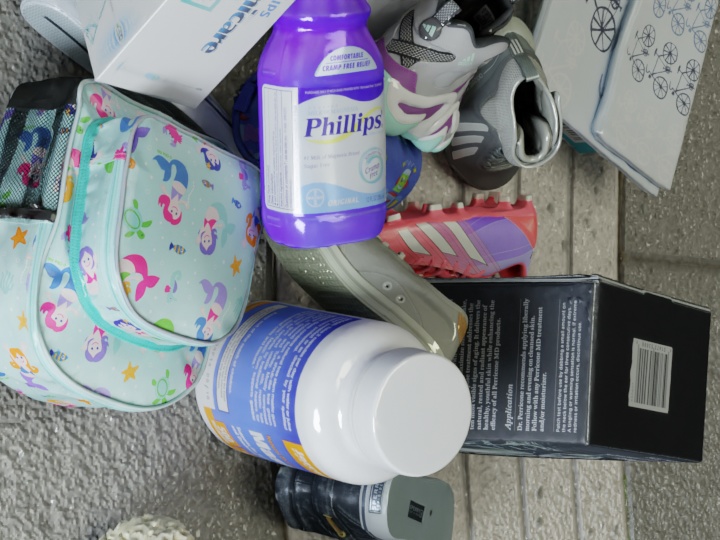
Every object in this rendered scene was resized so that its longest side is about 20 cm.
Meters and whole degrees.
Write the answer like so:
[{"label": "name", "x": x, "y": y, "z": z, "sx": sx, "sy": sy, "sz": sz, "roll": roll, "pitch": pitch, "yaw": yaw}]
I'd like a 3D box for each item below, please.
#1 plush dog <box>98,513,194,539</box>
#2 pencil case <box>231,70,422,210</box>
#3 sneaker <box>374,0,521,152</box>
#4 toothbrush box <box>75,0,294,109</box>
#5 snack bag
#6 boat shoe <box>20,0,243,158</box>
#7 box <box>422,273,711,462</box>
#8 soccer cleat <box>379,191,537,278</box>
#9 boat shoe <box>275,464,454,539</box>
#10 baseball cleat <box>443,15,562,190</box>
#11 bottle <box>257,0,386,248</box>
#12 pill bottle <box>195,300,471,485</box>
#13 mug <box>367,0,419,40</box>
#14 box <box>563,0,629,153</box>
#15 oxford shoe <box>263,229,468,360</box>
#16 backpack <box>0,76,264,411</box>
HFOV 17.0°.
[{"label": "plush dog", "x": -0.140, "y": 0.263, "z": 1.538, "sx": 0.160, "sy": 0.171, "sz": 0.201, "roll": -3, "pitch": 91, "yaw": -45}, {"label": "pencil case", "x": -0.025, "y": -0.092, "z": 1.694, "sx": 0.078, "sy": 0.087, "sz": 0.200, "roll": -57, "pitch": 158, "yaw": 4}, {"label": "sneaker", "x": 0.069, "y": -0.154, "z": 1.690, "sx": 0.078, "sy": 0.140, "sz": 0.200, "roll": 49, "pitch": 11, "yaw": 6}, {"label": "toothbrush box", "x": -0.119, "y": -0.229, "z": 1.543, "sx": 0.085, "sy": 0.146, "sz": 0.201, "roll": 13, "pitch": 48, "yaw": -40}, {"label": "snack bag", "x": 0.211, "y": -0.187, "z": 1.948, "sx": 0.200, "sy": 0.021, "sz": 0.189, "roll": 34, "pitch": 66, "yaw": -38}, {"label": "boat shoe", "x": -0.139, "y": -0.145, "z": 1.627, "sx": 0.200, "sy": 0.073, "sz": 0.067, "roll": 45, "pitch": 61, "yaw": -33}, {"label": "box", "x": 0.128, "y": 0.074, "z": 1.774, "sx": 0.200, "sy": 0.196, "sz": 0.125, "roll": 14, "pitch": 79, "yaw": -57}, {"label": "soccer cleat", "x": 0.065, "y": -0.017, "z": 1.837, "sx": 0.200, "sy": 0.067, "sz": 0.077, "roll": -9, "pitch": 100, "yaw": -47}, {"label": "boat shoe", "x": 0.007, "y": 0.174, "z": 1.770, "sx": 0.200, "sy": 0.091, "sz": 0.071, "roll": 48, "pitch": 52, "yaw": -65}, {"label": "baseball cleat", "x": 0.106, "y": -0.100, "z": 1.807, "sx": 0.069, "sy": 0.200, "sz": 0.107, "roll": -18, "pitch": 59, "yaw": -8}, {"label": "bottle", "x": -0.025, "y": -0.118, "z": 1.550, "sx": 0.083, "sy": 0.065, "sz": 0.201, "roll": -9, "pitch": 105, "yaw": -35}, {"label": "pill bottle", "x": -0.017, "y": 0.085, "z": 1.640, "sx": 0.112, "sy": 0.200, "sz": 0.113, "roll": -5, "pitch": 99, "yaw": -35}, {"label": "mug", "x": 0.037, "y": -0.237, "z": 1.756, "sx": 0.176, "sy": 0.147, "sz": 0.200, "roll": -52, "pitch": 132, "yaw": -8}, {"label": "box", "x": 0.206, "y": -0.203, "z": 1.994, "sx": 0.082, "sy": 0.049, "sz": 0.201, "roll": 37, "pitch": 63, "yaw": -38}, {"label": "oxford shoe", "x": 0.000, "y": 0.000, "z": 1.701, "sx": 0.058, "sy": 0.200, "sz": 0.075, "roll": -38, "pitch": 156, "yaw": -24}, {"label": "backpack", "x": -0.159, "y": -0.008, "z": 1.557, "sx": 0.177, "sy": 0.150, "sz": 0.201, "roll": 27, "pitch": 75, "yaw": -47}]
